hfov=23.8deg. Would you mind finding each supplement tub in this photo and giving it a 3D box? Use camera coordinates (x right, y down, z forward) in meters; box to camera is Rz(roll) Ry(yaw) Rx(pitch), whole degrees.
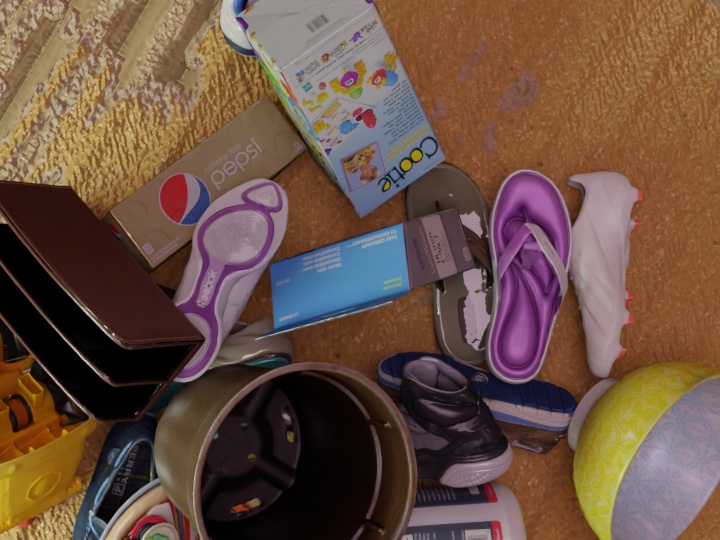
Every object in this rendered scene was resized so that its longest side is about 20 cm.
[{"bbox_3d":[0.051,0.274,1.598,0.198,0.140,0.142,-3,89,-5],"label":"supplement tub"}]

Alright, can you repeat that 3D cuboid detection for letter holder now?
[{"bbox_3d":[-0.256,0.027,1.471,0.200,0.142,0.101,46,106,18],"label":"letter holder"}]

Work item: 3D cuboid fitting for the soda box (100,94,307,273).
[{"bbox_3d":[-0.147,-0.078,1.598,0.200,0.064,0.068,-39,93,-25],"label":"soda box"}]

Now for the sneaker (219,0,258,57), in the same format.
[{"bbox_3d":[-0.064,-0.292,1.600,0.080,0.146,0.201,31,86,-3],"label":"sneaker"}]

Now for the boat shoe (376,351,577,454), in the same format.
[{"bbox_3d":[0.105,0.136,1.636,0.198,0.072,0.073,15,118,-7],"label":"boat shoe"}]

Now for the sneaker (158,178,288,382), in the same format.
[{"bbox_3d":[-0.133,0.006,1.565,0.074,0.100,0.201,30,85,-4],"label":"sneaker"}]

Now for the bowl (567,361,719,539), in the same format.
[{"bbox_3d":[0.261,0.162,1.622,0.107,0.200,0.201,33,85,36],"label":"bowl"}]

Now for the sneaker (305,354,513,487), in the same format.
[{"bbox_3d":[0.036,0.140,1.568,0.198,0.076,0.115,-7,108,20],"label":"sneaker"}]

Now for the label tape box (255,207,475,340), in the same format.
[{"bbox_3d":[0.000,0.000,1.549,0.143,0.200,0.064,-16,91,25],"label":"label tape box"}]

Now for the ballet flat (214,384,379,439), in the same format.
[{"bbox_3d":[-0.068,0.131,1.634,0.198,0.067,0.064,0,78,-10],"label":"ballet flat"}]

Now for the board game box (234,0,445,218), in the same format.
[{"bbox_3d":[-0.016,-0.166,1.570,0.104,0.103,0.201,-34,135,-6],"label":"board game box"}]

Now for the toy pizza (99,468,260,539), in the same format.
[{"bbox_3d":[-0.158,0.281,1.587,0.199,0.032,0.202,-9,107,-31],"label":"toy pizza"}]

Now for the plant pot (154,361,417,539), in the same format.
[{"bbox_3d":[-0.082,0.166,1.482,0.198,0.198,0.203,-2,96,-24],"label":"plant pot"}]

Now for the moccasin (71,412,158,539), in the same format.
[{"bbox_3d":[-0.231,0.230,1.593,0.080,0.068,0.202,5,105,-16],"label":"moccasin"}]

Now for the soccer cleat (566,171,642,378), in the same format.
[{"bbox_3d":[0.227,0.003,1.662,0.077,0.069,0.202,6,81,0],"label":"soccer cleat"}]

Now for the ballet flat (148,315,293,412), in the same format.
[{"bbox_3d":[-0.163,0.088,1.630,0.198,0.069,0.070,-15,90,-7],"label":"ballet flat"}]

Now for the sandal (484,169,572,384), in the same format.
[{"bbox_3d":[0.162,0.006,1.619,0.081,0.050,0.205,3,88,-4],"label":"sandal"}]

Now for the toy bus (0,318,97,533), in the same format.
[{"bbox_3d":[-0.341,0.145,1.568,0.135,0.193,0.200,-28,57,-34],"label":"toy bus"}]

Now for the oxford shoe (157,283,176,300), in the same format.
[{"bbox_3d":[-0.243,0.012,1.600,0.198,0.073,0.085,17,129,-8],"label":"oxford shoe"}]

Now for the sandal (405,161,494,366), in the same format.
[{"bbox_3d":[0.097,-0.007,1.651,0.079,0.057,0.203,-13,91,-3],"label":"sandal"}]
